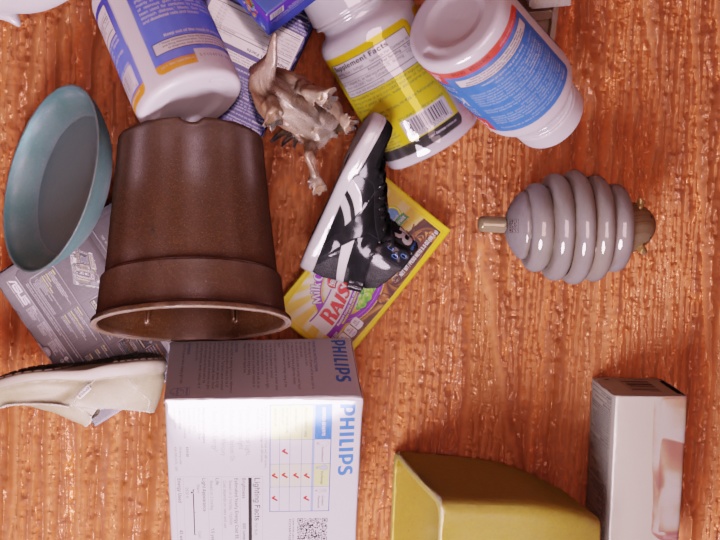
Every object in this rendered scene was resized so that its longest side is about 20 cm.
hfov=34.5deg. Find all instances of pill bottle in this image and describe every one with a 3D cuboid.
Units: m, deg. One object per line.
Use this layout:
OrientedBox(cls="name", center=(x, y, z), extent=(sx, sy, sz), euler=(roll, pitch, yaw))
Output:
OrientedBox(cls="pill bottle", center=(0.030, -0.219, 1.231), extent=(0.114, 0.114, 0.200), euler=(-32, 104, -1))
OrientedBox(cls="pill bottle", center=(-0.209, -0.251, 1.191), extent=(0.112, 0.112, 0.200), euler=(-24, 72, -2))
OrientedBox(cls="pill bottle", center=(0.148, -0.205, 1.184), extent=(0.112, 0.112, 0.200), euler=(-54, 135, 2))

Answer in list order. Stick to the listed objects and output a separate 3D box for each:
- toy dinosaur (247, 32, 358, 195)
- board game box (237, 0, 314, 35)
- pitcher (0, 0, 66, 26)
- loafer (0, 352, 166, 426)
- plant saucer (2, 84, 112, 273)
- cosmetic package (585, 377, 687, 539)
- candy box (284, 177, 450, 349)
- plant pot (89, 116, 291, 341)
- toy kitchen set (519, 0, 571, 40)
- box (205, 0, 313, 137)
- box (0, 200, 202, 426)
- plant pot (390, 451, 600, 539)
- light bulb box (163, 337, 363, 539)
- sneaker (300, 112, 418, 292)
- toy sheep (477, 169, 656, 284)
OrientedBox(cls="toy dinosaur", center=(-0.072, -0.172, 1.195), extent=(0.086, 0.136, 0.200), euler=(-40, 135, 2))
OrientedBox(cls="board game box", center=(-0.058, -0.349, 1.158), extent=(0.200, 0.045, 0.135), euler=(-39, 79, -11))
OrientedBox(cls="pitcher", center=(-0.392, -0.305, 1.199), extent=(0.200, 0.121, 0.172), euler=(4, 117, 5))
OrientedBox(cls="loafer", center=(-0.302, 0.131, 1.219), extent=(0.200, 0.076, 0.068), euler=(-7, 91, -4))
OrientedBox(cls="plant saucer", center=(-0.310, -0.092, 1.203), extent=(0.036, 0.200, 0.200), euler=(16, 96, -40))
OrientedBox(cls="cosmetic package", center=(0.313, 0.229, 1.325), extent=(0.087, 0.103, 0.200), euler=(2, 98, -5))
OrientedBox(cls="candy box", center=(0.000, 0.000, 1.306), extent=(0.102, 0.026, 0.200), euler=(38, 92, -5))
OrientedBox(cls="plant pot", center=(-0.174, -0.040, 1.178), extent=(0.200, 0.200, 0.199), euler=(-2, 78, -5))
OrientedBox(cls="toy kitchen set", center=(0.115, -0.322, 1.216), extent=(0.180, 0.200, 0.163), euler=(-7, 135, -4))
OrientedBox(cls="box", center=(-0.133, -0.231, 1.263), extent=(0.121, 0.032, 0.200), euler=(25, 92, -7))
OrientedBox(cls="box", center=(-0.279, 0.045, 1.274), extent=(0.158, 0.048, 0.200), euler=(-33, 99, -2))
OrientedBox(cls="plant pot", center=(0.152, 0.316, 1.280), extent=(0.200, 0.195, 0.195), euler=(1, 97, -12))
OrientedBox(cls="light bulb box", center=(-0.104, 0.185, 1.240), extent=(0.200, 0.125, 0.199), euler=(0, 117, -6))
OrientedBox(cls="sneaker", center=(0.021, -0.066, 1.234), extent=(0.112, 0.073, 0.200), euler=(23, 123, -6))
OrientedBox(cls="toy sheep", center=(0.226, -0.047, 1.269), extent=(0.200, 0.138, 0.138), euler=(-4, 97, -5))
